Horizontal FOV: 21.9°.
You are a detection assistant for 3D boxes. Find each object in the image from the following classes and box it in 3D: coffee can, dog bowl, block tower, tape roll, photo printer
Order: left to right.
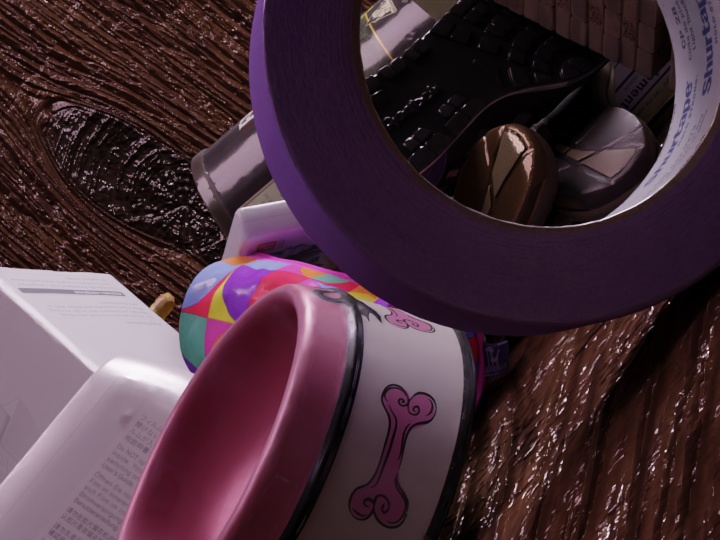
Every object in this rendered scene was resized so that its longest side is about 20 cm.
[{"bbox_3d":[-0.108,0.147,0.911,0.200,0.166,0.070,-53,-17,-23],"label":"photo printer"},{"bbox_3d":[-0.037,0.094,0.777,0.200,0.074,0.200,-53,18,26],"label":"dog bowl"},{"bbox_3d":[0.009,-0.081,1.229,0.200,0.146,0.146,-39,5,12],"label":"coffee can"},{"bbox_3d":[0.060,-0.078,0.677,0.200,0.200,0.066,-51,3,-9],"label":"tape roll"},{"bbox_3d":[0.114,-0.155,0.948,0.058,0.200,0.054,-43,-31,-27],"label":"block tower"}]

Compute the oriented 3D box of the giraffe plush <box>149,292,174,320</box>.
[{"bbox_3d":[-0.097,0.125,1.351,0.173,0.199,0.162,-61,-28,-8],"label":"giraffe plush"}]

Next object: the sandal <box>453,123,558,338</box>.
[{"bbox_3d":[0.066,0.000,0.981,0.200,0.054,0.081,-60,40,47],"label":"sandal"}]

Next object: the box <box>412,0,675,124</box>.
[{"bbox_3d":[0.117,-0.184,1.164,0.097,0.200,0.176,-48,3,21],"label":"box"}]

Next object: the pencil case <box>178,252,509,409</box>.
[{"bbox_3d":[-0.015,0.037,0.958,0.200,0.088,0.088,7,53,54],"label":"pencil case"}]

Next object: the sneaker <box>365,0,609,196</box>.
[{"bbox_3d":[0.055,-0.088,0.996,0.200,0.076,0.088,-32,-21,-23],"label":"sneaker"}]

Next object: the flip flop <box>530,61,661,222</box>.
[{"bbox_3d":[0.126,-0.062,1.002,0.081,0.058,0.200,-40,19,7],"label":"flip flop"}]

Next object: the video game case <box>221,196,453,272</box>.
[{"bbox_3d":[0.000,0.000,1.123,0.181,0.023,0.200,-11,-22,-17],"label":"video game case"}]

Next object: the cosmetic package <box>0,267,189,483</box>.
[{"bbox_3d":[-0.182,0.133,1.210,0.123,0.200,0.200,4,-64,-49],"label":"cosmetic package"}]
